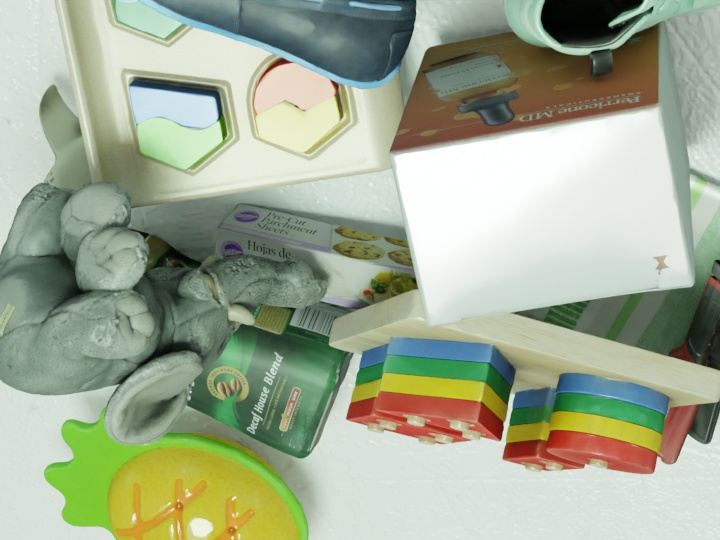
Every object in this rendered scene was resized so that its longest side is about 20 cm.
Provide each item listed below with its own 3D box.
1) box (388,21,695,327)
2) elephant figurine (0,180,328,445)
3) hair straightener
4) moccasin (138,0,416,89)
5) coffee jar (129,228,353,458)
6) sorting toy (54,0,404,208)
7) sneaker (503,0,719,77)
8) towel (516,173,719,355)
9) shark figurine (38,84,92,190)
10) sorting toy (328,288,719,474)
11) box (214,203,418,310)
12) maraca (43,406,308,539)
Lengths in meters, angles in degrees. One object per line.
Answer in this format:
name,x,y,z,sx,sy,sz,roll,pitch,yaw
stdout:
box,0.109,-0.065,1.136,0.151,0.200,0.107,-9,111,11
elephant figurine,-0.137,0.037,1.227,0.154,0.142,0.200,-2,160,28
hair straightener,0.235,0.034,1.273,0.041,0.077,0.201,39,136,36
moccasin,-0.061,-0.175,1.135,0.199,0.081,0.068,18,123,-16
coffee jar,-0.107,0.047,1.359,0.199,0.085,0.105,21,126,2
sorting toy,-0.080,-0.137,1.198,0.199,0.036,0.186,-9,107,2
sneaker,0.181,-0.167,1.090,0.200,0.118,0.074,-23,104,4
towel,0.142,-0.020,1.282,0.199,0.023,0.153,24,125,0
shark figurine,-0.127,-0.075,1.306,0.214,0.129,0.090,-22,151,0
sorting toy,0.093,0.079,1.235,0.199,0.070,0.199,15,169,-13
box,0.000,0.000,1.303,0.199,0.041,0.039,14,122,21
maraca,-0.133,0.171,1.435,0.199,0.107,0.138,25,119,-1
